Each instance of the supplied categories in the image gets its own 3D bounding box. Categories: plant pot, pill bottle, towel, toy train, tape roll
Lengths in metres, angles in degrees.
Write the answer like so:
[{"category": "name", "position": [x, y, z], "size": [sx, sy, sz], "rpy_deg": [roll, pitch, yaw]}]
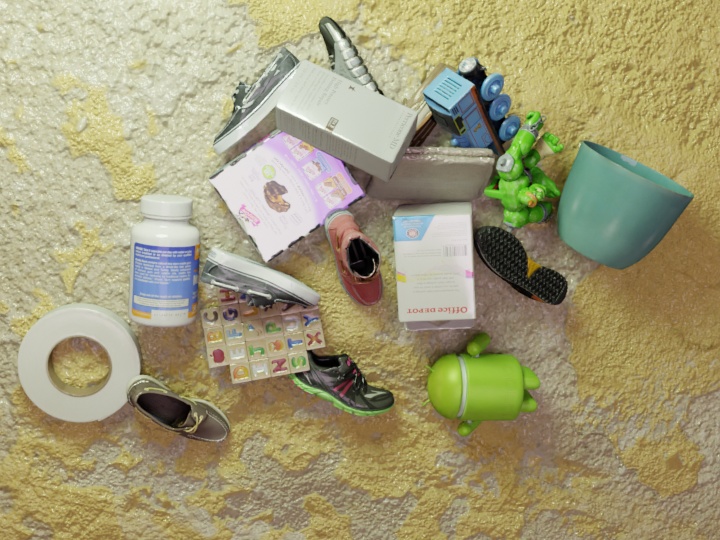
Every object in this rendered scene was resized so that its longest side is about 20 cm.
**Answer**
[{"category": "plant pot", "position": [0.422, -0.100, 1.456], "size": [0.200, 0.201, 0.161], "rpy_deg": [22, 110, -11]}, {"category": "pill bottle", "position": [-0.316, -0.017, 1.410], "size": [0.111, 0.112, 0.201], "rpy_deg": [4, 102, -8]}, {"category": "towel", "position": [0.114, -0.159, 1.432], "size": [0.199, 0.133, 0.035], "rpy_deg": [2, 63, -7]}, {"category": "toy train", "position": [0.181, -0.251, 1.400], "size": [0.114, 0.087, 0.200], "rpy_deg": [-43, 143, -3]}, {"category": "tape roll", "position": [-0.469, 0.156, 1.465], "size": [0.202, 0.037, 0.204], "rpy_deg": [-1, 101, -8]}]

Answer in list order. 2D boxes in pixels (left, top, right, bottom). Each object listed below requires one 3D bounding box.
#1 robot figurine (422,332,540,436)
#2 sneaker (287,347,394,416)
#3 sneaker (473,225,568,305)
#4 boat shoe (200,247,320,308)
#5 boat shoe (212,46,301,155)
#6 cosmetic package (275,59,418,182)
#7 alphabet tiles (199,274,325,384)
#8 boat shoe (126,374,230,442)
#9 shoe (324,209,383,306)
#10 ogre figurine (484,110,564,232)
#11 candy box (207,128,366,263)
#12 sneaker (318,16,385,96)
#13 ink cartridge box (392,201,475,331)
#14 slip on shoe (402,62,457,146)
[{"category": "robot figurine", "position": [0.207, 0.203, 1.524], "size": [0.199, 0.116, 0.176], "rpy_deg": [2, 106, -8]}, {"category": "sneaker", "position": [-0.026, 0.191, 1.511], "size": [0.199, 0.077, 0.084], "rpy_deg": [24, 102, -13]}, {"category": "sneaker", "position": [0.258, -0.005, 1.499], "size": [0.200, 0.090, 0.070], "rpy_deg": [34, 78, -18]}, {"category": "boat shoe", "position": [-0.164, 0.029, 1.431], "size": [0.199, 0.072, 0.068], "rpy_deg": [22, 94, -24]}, {"category": "boat shoe", "position": [-0.174, -0.272, 1.396], "size": [0.200, 0.072, 0.068], "rpy_deg": [-45, 102, 3]}, {"category": "cosmetic package", "position": [-0.021, -0.229, 1.336], "size": [0.199, 0.074, 0.102], "rpy_deg": [25, 70, 6]}, {"category": "alphabet tiles", "position": [-0.165, 0.098, 1.480], "size": [0.199, 0.006, 0.167], "rpy_deg": [-10, 83, -5]}, {"category": "boat shoe", "position": [-0.303, 0.245, 1.478], "size": [0.200, 0.060, 0.072], "rpy_deg": [35, 91, -26]}, {"category": "shoe", "position": [0.000, 0.000, 1.435], "size": [0.071, 0.091, 0.201], "rpy_deg": [-26, 127, -6]}, {"category": "ogre figurine", "position": [0.273, -0.147, 1.445], "size": [0.098, 0.200, 0.120], "rpy_deg": [35, 58, 23]}, {"category": "candy box", "position": [-0.121, -0.139, 1.431], "size": [0.200, 0.072, 0.168], "rpy_deg": [-34, 104, 0]}, {"category": "sneaker", "position": [-0.040, -0.299, 1.410], "size": [0.115, 0.075, 0.200], "rpy_deg": [-31, 96, 13]}, {"category": "ink cartridge box", "position": [0.125, -0.004, 1.454], "size": [0.128, 0.125, 0.201], "rpy_deg": [-2, 103, 7]}, {"category": "slip on shoe", "position": [0.091, -0.257, 1.441], "size": [0.061, 0.076, 0.200], "rpy_deg": [45, 99, 17]}]
